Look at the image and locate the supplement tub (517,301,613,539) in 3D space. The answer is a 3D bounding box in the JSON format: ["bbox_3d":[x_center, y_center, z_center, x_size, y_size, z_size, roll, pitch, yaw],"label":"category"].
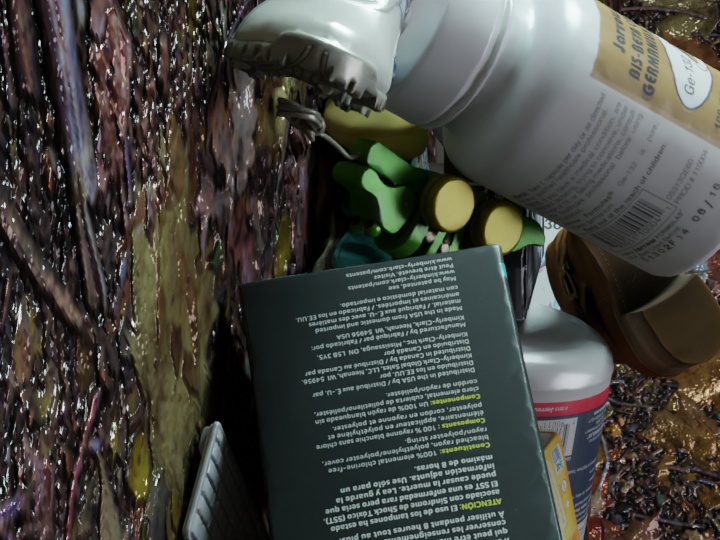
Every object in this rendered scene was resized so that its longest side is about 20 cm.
[{"bbox_3d":[0.069,0.125,1.307,0.140,0.140,0.200,-55,154,-72],"label":"supplement tub"}]

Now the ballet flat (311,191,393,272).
[{"bbox_3d":[0.000,0.000,1.223,0.062,0.067,0.200,-63,175,21],"label":"ballet flat"}]

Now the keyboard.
[{"bbox_3d":[-0.055,0.140,1.027,0.200,0.011,0.056,74,20,-58],"label":"keyboard"}]

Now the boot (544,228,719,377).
[{"bbox_3d":[0.145,-0.028,1.312,0.200,0.077,0.155,59,-10,-3],"label":"boot"}]

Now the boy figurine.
[{"bbox_3d":[0.020,-0.114,1.266,0.200,0.064,0.125,-65,157,-73],"label":"boy figurine"}]

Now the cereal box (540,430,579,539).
[{"bbox_3d":[0.064,0.196,1.163,0.200,0.039,0.144,-46,131,-49],"label":"cereal box"}]

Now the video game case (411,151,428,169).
[{"bbox_3d":[0.022,0.003,1.406,0.200,0.022,0.182,-76,164,-48],"label":"video game case"}]

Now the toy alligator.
[{"bbox_3d":[0.021,-0.031,1.150,0.200,0.059,0.054,24,86,-40],"label":"toy alligator"}]

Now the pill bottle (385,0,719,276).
[{"bbox_3d":[0.106,-0.086,1.150,0.114,0.200,0.114,-48,-153,34],"label":"pill bottle"}]

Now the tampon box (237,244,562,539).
[{"bbox_3d":[0.023,0.116,1.003,0.150,0.126,0.200,80,1,-54],"label":"tampon box"}]

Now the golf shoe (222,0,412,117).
[{"bbox_3d":[-0.010,-0.128,1.006,0.200,0.078,0.097,-80,-169,-79],"label":"golf shoe"}]

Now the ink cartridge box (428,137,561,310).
[{"bbox_3d":[0.100,-0.015,1.569,0.067,0.116,0.200,29,62,-78],"label":"ink cartridge box"}]

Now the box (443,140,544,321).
[{"bbox_3d":[0.082,-0.067,1.313,0.200,0.050,0.158,-54,144,-77],"label":"box"}]

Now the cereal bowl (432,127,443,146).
[{"bbox_3d":[0.075,-0.168,1.501,0.200,0.083,0.200,1,90,-79],"label":"cereal bowl"}]
